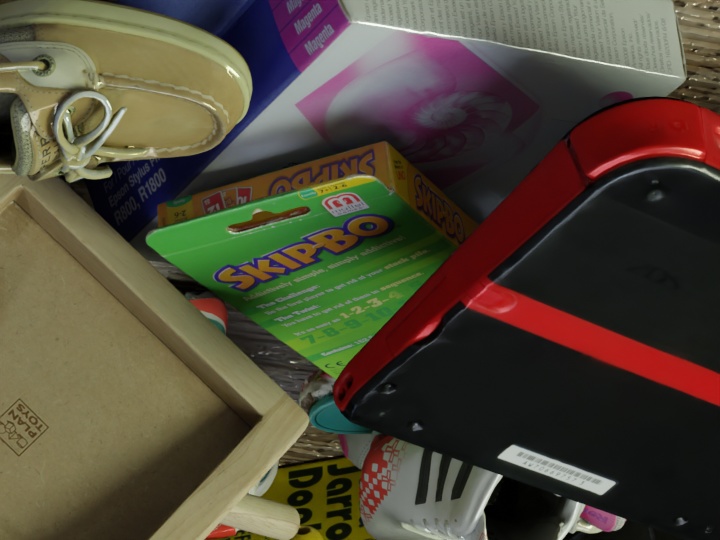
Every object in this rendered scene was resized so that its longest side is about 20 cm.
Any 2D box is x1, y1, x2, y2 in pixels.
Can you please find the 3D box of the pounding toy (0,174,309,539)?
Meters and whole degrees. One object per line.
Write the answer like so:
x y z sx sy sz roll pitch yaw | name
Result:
-0.121 0.075 1.107 0.184 0.200 0.142 44 145 1 | pounding toy

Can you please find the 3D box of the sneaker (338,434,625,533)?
0.090 0.077 1.326 0.199 0.089 0.081 -7 155 0 | sneaker

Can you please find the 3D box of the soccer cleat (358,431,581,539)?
0.051 0.092 1.204 0.068 0.085 0.200 7 152 -23 | soccer cleat

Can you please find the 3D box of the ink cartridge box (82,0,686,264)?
-0.013 -0.055 1.078 0.199 0.043 0.196 6 152 -29 | ink cartridge box

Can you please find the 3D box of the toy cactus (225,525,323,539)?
0.019 0.179 1.281 0.199 0.103 0.165 12 165 -3 | toy cactus

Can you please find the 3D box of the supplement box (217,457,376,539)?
-0.012 0.168 1.427 0.199 0.109 0.110 -10 124 6 | supplement box

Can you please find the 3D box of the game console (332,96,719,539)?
0.115 0.023 1.048 0.200 0.031 0.177 21 131 -32 | game console

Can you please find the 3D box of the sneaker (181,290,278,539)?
-0.075 0.086 1.296 0.070 0.094 0.200 -8 155 2 | sneaker

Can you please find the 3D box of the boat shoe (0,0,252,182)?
-0.138 -0.054 0.996 0.200 0.063 0.073 5 150 -8 | boat shoe

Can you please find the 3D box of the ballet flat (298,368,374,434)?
0.071 0.031 1.253 0.199 0.064 0.076 -5 154 2 | ballet flat

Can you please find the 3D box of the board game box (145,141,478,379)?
0.000 0.000 1.118 0.095 0.030 0.200 -15 159 19 | board game box

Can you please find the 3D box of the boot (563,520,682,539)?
0.141 0.161 1.435 0.065 0.165 0.200 17 147 -23 | boot
